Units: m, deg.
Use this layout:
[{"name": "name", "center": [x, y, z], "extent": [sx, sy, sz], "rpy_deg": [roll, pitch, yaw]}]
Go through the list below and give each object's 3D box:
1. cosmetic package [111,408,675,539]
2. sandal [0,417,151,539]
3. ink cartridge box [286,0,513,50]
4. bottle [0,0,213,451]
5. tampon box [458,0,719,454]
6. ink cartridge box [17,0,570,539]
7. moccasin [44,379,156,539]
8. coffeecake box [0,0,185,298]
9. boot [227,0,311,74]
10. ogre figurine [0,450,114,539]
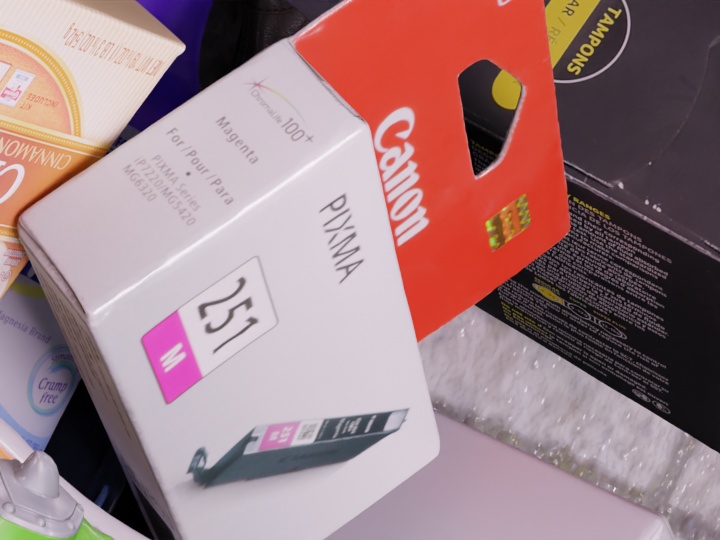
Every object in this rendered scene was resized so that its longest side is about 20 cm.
[{"name": "cosmetic package", "center": [0.023, 0.148, 1.001], "extent": [0.123, 0.199, 0.200], "rpy_deg": [-50, 140, -21]}, {"name": "sandal", "center": [-0.099, 0.104, 0.820], "extent": [0.079, 0.059, 0.207], "rpy_deg": [-40, 114, 16]}, {"name": "ink cartridge box", "center": [-0.020, -0.179, 0.818], "extent": [0.200, 0.083, 0.147], "rpy_deg": [39, 73, -32]}, {"name": "bottle", "center": [-0.102, -0.025, 0.869], "extent": [0.083, 0.065, 0.201], "rpy_deg": [32, 83, -48]}, {"name": "tampon box", "center": [0.118, -0.053, 1.021], "extent": [0.150, 0.126, 0.200], "rpy_deg": [-55, 162, -15]}, {"name": "ink cartridge box", "center": [0.000, 0.000, 0.827], "extent": [0.173, 0.044, 0.200], "rpy_deg": [-35, 151, -12]}, {"name": "moccasin", "center": [-0.037, 0.035, 0.938], "extent": [0.200, 0.068, 0.080], "rpy_deg": [-50, 136, 5]}, {"name": "coffeecake box", "center": [-0.160, -0.011, 0.710], "extent": [0.200, 0.073, 0.153], "rpy_deg": [-53, 156, 10]}, {"name": "boot", "center": [0.013, -0.096, 0.983], "extent": [0.200, 0.069, 0.175], "rpy_deg": [-23, 131, -38]}, {"name": "ogre figurine", "center": [-0.122, 0.117, 0.717], "extent": [0.199, 0.098, 0.120], "rpy_deg": [-14, 126, 6]}]
